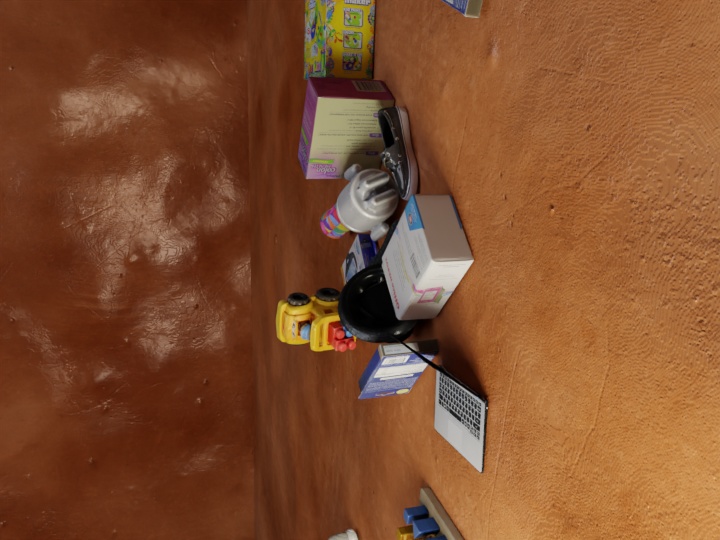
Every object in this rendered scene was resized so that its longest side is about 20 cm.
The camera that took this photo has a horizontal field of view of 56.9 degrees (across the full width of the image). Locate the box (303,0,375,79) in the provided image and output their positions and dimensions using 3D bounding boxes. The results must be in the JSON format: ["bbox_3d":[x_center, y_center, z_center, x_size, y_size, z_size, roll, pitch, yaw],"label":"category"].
[{"bbox_3d":[-0.055,-0.556,1.586,0.200,0.120,0.196,-142,52,-67],"label":"box"}]

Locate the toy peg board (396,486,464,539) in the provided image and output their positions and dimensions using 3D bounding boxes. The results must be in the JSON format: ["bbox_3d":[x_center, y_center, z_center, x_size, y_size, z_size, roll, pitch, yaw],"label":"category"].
[{"bbox_3d":[0.118,0.563,1.264,0.200,0.096,0.203,-135,46,-63],"label":"toy peg board"}]

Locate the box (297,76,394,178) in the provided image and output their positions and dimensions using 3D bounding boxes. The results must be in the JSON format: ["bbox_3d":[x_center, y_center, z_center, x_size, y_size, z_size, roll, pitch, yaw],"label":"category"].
[{"bbox_3d":[-0.036,-0.315,1.481,0.097,0.173,0.202,-114,28,-45],"label":"box"}]

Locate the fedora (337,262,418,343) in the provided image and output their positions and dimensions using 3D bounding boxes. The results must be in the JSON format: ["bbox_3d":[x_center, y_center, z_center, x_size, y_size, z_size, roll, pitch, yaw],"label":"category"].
[{"bbox_3d":[0.050,0.083,1.361,0.092,0.198,0.202,63,-177,-45],"label":"fedora"}]

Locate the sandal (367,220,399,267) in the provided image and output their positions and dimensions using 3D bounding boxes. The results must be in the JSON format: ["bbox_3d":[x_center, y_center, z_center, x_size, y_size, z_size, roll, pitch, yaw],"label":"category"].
[{"bbox_3d":[0.064,-0.017,1.438,0.202,0.047,0.076,-60,35,37],"label":"sandal"}]

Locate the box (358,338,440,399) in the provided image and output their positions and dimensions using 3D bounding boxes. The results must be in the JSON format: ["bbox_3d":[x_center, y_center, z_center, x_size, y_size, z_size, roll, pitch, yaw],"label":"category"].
[{"bbox_3d":[0.069,0.199,1.322,0.201,0.119,0.033,113,147,-52],"label":"box"}]

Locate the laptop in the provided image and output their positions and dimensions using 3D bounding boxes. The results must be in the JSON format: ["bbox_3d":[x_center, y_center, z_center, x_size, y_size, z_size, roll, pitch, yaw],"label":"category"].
[{"bbox_3d":[0.128,0.226,1.160,0.187,0.114,0.204,-150,59,-69],"label":"laptop"}]

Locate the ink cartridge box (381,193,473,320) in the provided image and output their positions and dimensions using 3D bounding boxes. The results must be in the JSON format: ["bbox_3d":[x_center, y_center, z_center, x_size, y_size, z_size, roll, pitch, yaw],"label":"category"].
[{"bbox_3d":[0.115,-0.020,1.212,0.201,0.083,0.146,116,146,-53],"label":"ink cartridge box"}]

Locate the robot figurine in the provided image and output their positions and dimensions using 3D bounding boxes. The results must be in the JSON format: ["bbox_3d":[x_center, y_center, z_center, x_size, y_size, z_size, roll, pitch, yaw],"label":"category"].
[{"bbox_3d":[0.012,-0.150,1.453,0.172,0.111,0.200,68,159,5],"label":"robot figurine"}]

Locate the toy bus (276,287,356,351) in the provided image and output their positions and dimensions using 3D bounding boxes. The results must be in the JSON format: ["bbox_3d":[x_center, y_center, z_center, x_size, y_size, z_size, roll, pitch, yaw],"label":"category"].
[{"bbox_3d":[-0.099,0.149,1.714,0.192,0.197,0.138,42,133,54],"label":"toy bus"}]

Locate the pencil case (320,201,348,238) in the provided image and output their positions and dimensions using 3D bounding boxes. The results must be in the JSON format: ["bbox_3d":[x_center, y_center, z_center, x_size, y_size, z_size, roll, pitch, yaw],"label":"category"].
[{"bbox_3d":[-0.038,-0.137,1.661,0.200,0.087,0.090,157,109,-68],"label":"pencil case"}]

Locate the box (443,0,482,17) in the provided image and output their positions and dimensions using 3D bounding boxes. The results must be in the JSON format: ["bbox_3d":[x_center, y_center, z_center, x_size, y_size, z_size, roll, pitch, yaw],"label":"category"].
[{"bbox_3d":[0.154,-0.505,1.086,0.201,0.032,0.123,-119,33,-50],"label":"box"}]

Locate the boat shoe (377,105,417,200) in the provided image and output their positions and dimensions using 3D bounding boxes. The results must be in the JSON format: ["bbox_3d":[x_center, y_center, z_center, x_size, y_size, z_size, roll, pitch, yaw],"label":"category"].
[{"bbox_3d":[0.069,-0.239,1.345,0.070,0.065,0.204,148,117,-69],"label":"boat shoe"}]

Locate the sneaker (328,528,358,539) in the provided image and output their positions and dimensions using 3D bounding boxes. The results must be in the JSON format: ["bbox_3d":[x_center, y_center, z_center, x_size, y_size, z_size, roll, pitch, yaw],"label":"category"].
[{"bbox_3d":[-0.046,0.801,1.766,0.076,0.090,0.203,131,133,-64],"label":"sneaker"}]

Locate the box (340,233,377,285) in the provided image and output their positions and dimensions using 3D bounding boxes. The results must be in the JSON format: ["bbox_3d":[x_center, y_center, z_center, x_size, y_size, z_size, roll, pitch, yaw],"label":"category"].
[{"bbox_3d":[0.000,0.000,1.625,0.201,0.041,0.121,116,147,-58],"label":"box"}]
